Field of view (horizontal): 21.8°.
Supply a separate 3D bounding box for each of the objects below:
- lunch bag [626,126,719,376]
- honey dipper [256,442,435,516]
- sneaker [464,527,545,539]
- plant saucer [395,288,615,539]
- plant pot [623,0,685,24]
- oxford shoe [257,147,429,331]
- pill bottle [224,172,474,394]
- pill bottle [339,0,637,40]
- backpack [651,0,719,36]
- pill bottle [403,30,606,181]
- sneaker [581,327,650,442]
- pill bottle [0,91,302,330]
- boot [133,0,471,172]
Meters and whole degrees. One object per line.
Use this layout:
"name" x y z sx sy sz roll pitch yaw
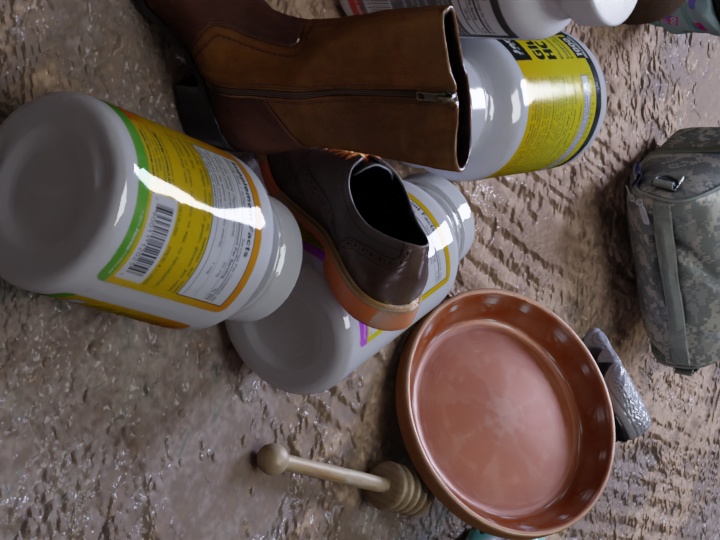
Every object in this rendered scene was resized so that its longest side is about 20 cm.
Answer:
"lunch bag" 0.323 -0.023 1.760 0.168 0.138 0.201 -41 127 -48
"honey dipper" -0.012 0.148 1.363 0.200 0.038 0.038 23 76 -53
"sneaker" 0.092 0.286 1.507 0.199 0.077 0.141 -6 99 -57
"plant saucer" 0.112 0.113 1.472 0.199 0.032 0.202 13 65 -28
"plant pot" 0.222 -0.301 1.546 0.200 0.186 0.188 66 42 -57
"oxford shoe" -0.006 -0.055 1.202 0.071 0.200 0.073 -5 136 -34
"pill bottle" 0.000 0.000 1.290 0.200 0.104 0.105 -35 124 -50
"pill bottle" 0.089 -0.219 1.304 0.116 0.199 0.117 -15 108 -56
"backpack" 0.310 -0.314 1.708 0.167 0.126 0.201 -35 125 -36
"pill bottle" 0.096 -0.126 1.412 0.199 0.112 0.113 -12 106 -57
"sneaker" 0.180 0.115 1.623 0.076 0.113 0.200 60 5 -9
"pill bottle" -0.120 -0.026 1.089 0.200 0.110 0.112 20 78 -57
"boot" -0.037 -0.146 1.117 0.068 0.199 0.190 -40 128 -47
